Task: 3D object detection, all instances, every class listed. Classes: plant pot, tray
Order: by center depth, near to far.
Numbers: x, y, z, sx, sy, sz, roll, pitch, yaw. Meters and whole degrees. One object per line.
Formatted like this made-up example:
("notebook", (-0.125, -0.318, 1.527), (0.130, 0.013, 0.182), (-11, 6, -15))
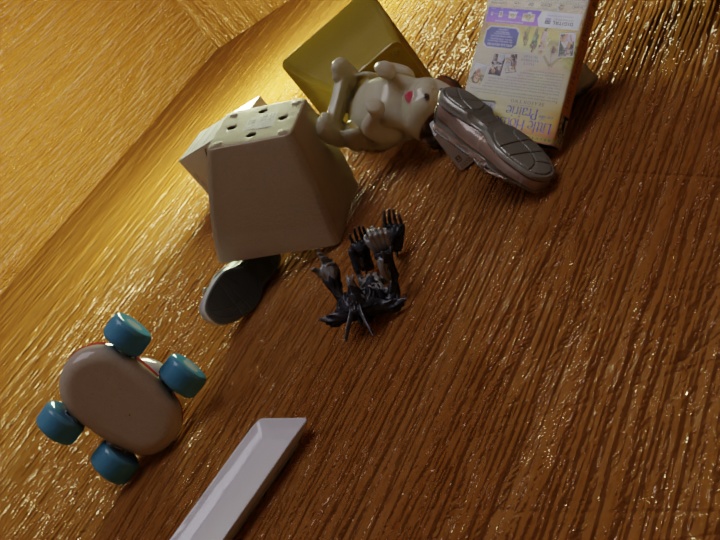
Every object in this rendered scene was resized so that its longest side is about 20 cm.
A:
("tray", (-0.135, 0.245, 1.187), (0.107, 0.022, 0.200), (-12, 35, 54))
("plant pot", (-0.134, -0.150, 1.664), (0.199, 0.178, 0.200), (-9, 30, 15))
("plant pot", (0.020, -0.320, 1.828), (0.200, 0.200, 0.176), (-41, 32, 1))

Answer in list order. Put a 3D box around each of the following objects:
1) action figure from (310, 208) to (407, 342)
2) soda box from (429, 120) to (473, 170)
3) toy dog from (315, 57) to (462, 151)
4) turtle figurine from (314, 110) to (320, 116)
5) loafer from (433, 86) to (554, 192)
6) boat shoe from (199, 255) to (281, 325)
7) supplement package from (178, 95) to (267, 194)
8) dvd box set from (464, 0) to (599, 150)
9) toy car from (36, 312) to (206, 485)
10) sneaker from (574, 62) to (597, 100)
("action figure", (0.000, 0.000, 1.330), (0.118, 0.102, 0.200), (-20, 26, 20))
("soda box", (0.195, -0.230, 1.488), (0.200, 0.068, 0.064), (-37, 21, 12))
("toy dog", (0.061, -0.235, 1.637), (0.199, 0.194, 0.140), (2, 62, 40))
("turtle figurine", (-0.125, -0.210, 1.972), (0.149, 0.101, 0.200), (-29, 3, -10))
("loafer", (0.160, -0.150, 1.325), (0.200, 0.072, 0.063), (49, 134, 34))
("boat shoe", (-0.192, 0.023, 1.668), (0.065, 0.074, 0.202), (-32, 18, 38))
("supplement package", (-0.265, -0.259, 2.290), (0.200, 0.117, 0.118), (-25, 26, 38))
("dvd box set", (0.209, -0.260, 1.360), (0.146, 0.029, 0.201), (14, 90, 35))
("toy car", (-0.323, 0.163, 1.505), (0.185, 0.177, 0.200), (-52, 8, 3))
("sneaker", (0.206, -0.237, 1.422), (0.199, 0.100, 0.078), (-29, -4, 18))
